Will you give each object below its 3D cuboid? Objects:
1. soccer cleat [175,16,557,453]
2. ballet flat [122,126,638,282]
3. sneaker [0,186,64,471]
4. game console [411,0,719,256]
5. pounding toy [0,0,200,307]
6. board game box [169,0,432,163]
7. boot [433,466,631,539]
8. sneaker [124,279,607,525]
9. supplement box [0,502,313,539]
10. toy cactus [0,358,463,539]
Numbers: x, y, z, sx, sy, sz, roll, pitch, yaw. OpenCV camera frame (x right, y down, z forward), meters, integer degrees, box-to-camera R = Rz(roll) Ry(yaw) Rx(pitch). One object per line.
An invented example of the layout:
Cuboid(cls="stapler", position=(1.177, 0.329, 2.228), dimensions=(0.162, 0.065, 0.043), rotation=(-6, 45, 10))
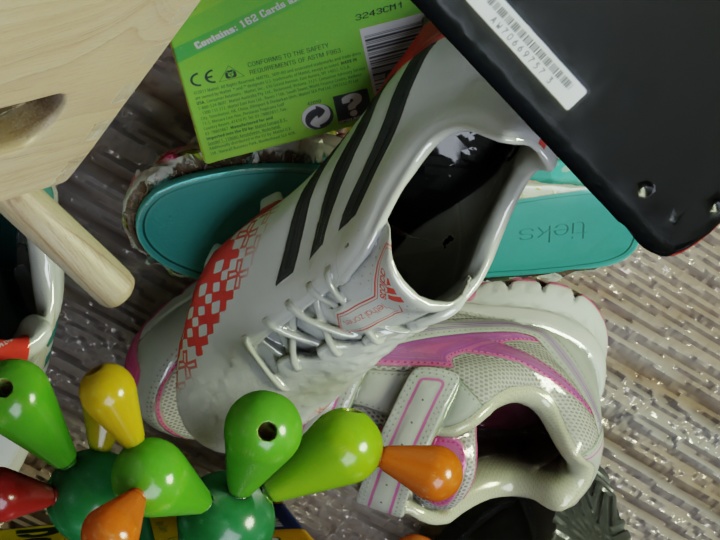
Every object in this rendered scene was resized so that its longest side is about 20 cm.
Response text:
Cuboid(cls="soccer cleat", position=(0.000, 0.000, 0.982), dimensions=(0.068, 0.085, 0.200), rotation=(26, 118, -27))
Cuboid(cls="ballet flat", position=(0.009, -0.029, 1.057), dimensions=(0.199, 0.064, 0.076), rotation=(2, 126, -12))
Cuboid(cls="sneaker", position=(-0.144, 0.022, 1.039), dimensions=(0.070, 0.094, 0.200), rotation=(-1, 127, -13))
Cuboid(cls="game console", position=(0.100, -0.124, 0.894), dimensions=(0.177, 0.031, 0.200), rotation=(-43, 118, 5))
Cuboid(cls="pounding toy", position=(-0.145, -0.082, 0.873), dimensions=(0.184, 0.200, 0.142), rotation=(45, 115, 11))
Cuboid(cls="board game box", position=(-0.028, -0.127, 0.941), dimensions=(0.095, 0.030, 0.200), rotation=(-14, 134, -1))
Cuboid(cls="boot", position=(0.032, 0.179, 1.165), dimensions=(0.066, 0.165, 0.200), rotation=(35, 114, -22))
Cuboid(cls="sneaker", position=(0.010, 0.048, 1.101), dimensions=(0.199, 0.088, 0.082), rotation=(2, 127, -15))
Cuboid(cls="supplement box", position=(-0.114, 0.162, 1.124), dimensions=(0.199, 0.109, 0.110), rotation=(-5, 98, -11))
Cuboid(cls="toy cactus", position=(-0.051, 0.108, 1.000), dimensions=(0.199, 0.102, 0.165), rotation=(20, 134, -8))
